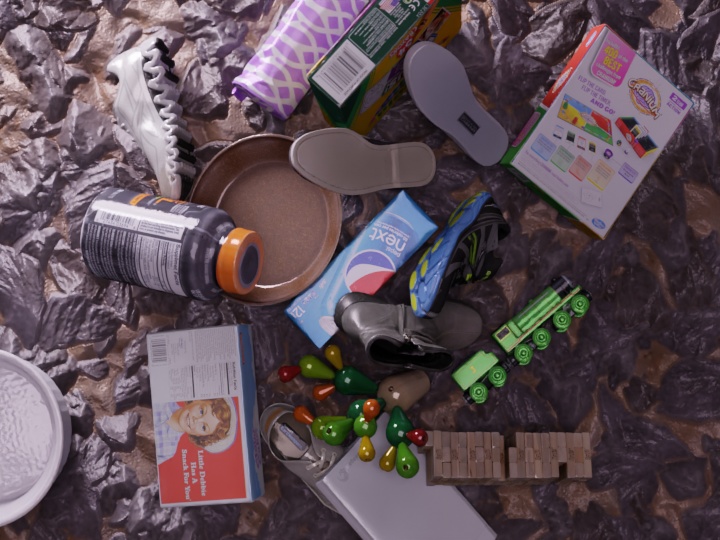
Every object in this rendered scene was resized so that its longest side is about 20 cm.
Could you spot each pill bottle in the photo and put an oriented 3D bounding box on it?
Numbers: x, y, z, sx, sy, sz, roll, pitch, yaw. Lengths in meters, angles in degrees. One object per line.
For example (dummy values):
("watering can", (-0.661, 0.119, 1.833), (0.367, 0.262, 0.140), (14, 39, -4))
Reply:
("pill bottle", (-0.210, -0.026, 1.341), (0.197, 0.106, 0.108), (12, 87, 21))

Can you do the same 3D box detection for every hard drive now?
("hard drive", (0.056, 0.278, 1.367), (0.200, 0.026, 0.132), (49, 52, -1))

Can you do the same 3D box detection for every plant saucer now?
("plant saucer", (-0.110, -0.057, 1.389), (0.197, 0.037, 0.204), (-3, 80, 17))

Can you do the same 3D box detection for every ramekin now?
("ramekin", (-0.430, 0.190, 1.361), (0.197, 0.098, 0.204), (0, 86, -1))

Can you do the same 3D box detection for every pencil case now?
("pencil case", (-0.071, -0.278, 1.401), (0.085, 0.084, 0.201), (31, 84, 36))

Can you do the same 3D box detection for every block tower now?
("block tower", (0.167, 0.220, 1.375), (0.196, 0.054, 0.059), (3, 70, -8))

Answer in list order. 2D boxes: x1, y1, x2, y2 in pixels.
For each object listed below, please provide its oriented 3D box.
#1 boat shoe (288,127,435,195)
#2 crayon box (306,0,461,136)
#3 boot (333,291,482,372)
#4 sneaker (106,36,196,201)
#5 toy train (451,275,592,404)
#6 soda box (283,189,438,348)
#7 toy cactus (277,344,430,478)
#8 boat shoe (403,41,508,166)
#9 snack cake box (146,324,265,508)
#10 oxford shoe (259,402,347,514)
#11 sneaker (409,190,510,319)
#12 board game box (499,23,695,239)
("boat shoe", (-0.006, -0.122, 1.358), (0.197, 0.062, 0.074), (0, 92, -36))
("crayon box", (0.033, -0.251, 1.352), (0.058, 0.173, 0.200), (42, 87, 10))
("boot", (0.073, 0.082, 1.332), (0.197, 0.131, 0.069), (6, 109, -27))
("sneaker", (-0.247, -0.172, 1.400), (0.080, 0.075, 0.203), (-15, 78, 7))
("toy train", (0.191, 0.081, 1.408), (0.199, 0.042, 0.057), (-41, 78, -3))
("soda box", (0.000, 0.000, 1.393), (0.064, 0.068, 0.200), (44, 87, 0))
("toy cactus", (0.015, 0.148, 1.354), (0.199, 0.164, 0.104), (31, 128, 34))
("boat shoe", (0.101, -0.193, 1.356), (0.069, 0.057, 0.200), (-44, 132, 1))
("snack cake box", (-0.179, 0.168, 1.373), (0.113, 0.067, 0.204), (-5, 87, 9))
("oxford shoe", (-0.039, 0.232, 1.387), (0.199, 0.058, 0.075), (40, 85, 0))
("sneaker", (0.121, -0.013, 1.359), (0.083, 0.071, 0.200), (45, 48, -7))
("board game box", (0.283, -0.163, 1.403), (0.152, 0.040, 0.201), (37, 87, -13))
